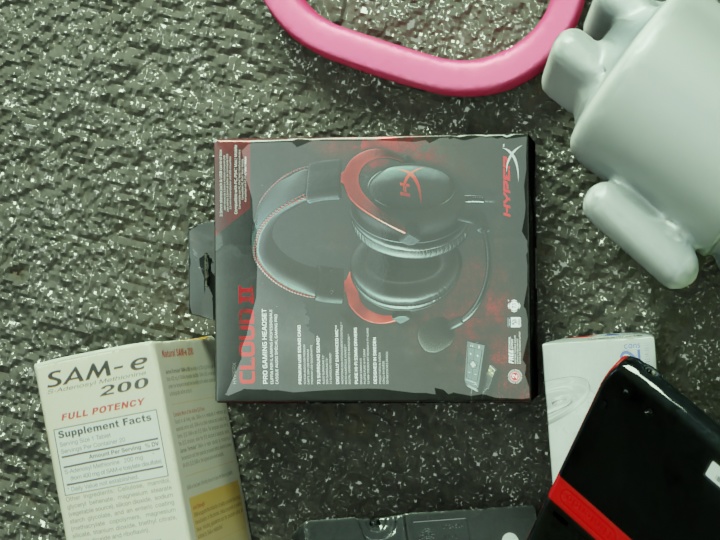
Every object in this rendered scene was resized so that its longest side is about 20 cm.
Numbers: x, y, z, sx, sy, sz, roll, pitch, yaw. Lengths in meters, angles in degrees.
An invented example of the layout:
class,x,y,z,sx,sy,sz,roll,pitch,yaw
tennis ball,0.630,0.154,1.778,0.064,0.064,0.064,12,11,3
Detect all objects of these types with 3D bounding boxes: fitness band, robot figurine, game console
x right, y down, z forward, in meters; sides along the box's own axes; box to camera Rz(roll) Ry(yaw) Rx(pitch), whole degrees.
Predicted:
class,x,y,z,sx,sy,sz,roll,pitch,yaw
fitness band,0.034,-0.181,1.025,0.198,0.037,0.145,19,92,10
robot figurine,0.193,-0.073,0.957,0.200,0.113,0.170,38,80,9
game console,0.167,0.165,0.875,0.200,0.031,0.178,40,123,29

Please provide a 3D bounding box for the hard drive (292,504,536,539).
class,x,y,z,sx,sy,sz,roll,pitch,yaw
hard drive,0.041,0.233,0.964,0.138,0.038,0.202,-3,70,-16

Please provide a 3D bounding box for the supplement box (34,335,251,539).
class,x,y,z,sx,sy,sz,roll,pitch,yaw
supplement box,-0.113,0.141,0.996,0.073,0.126,0.202,-11,86,10

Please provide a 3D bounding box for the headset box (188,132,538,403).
class,x,y,z,sx,sy,sz,roll,pitch,yaw
headset box,0.000,0.000,1.006,0.198,0.075,0.150,0,89,9

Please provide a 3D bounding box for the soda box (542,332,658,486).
class,x,y,z,sx,sy,sz,roll,pitch,yaw
soda box,0.140,0.136,0.984,0.063,0.068,0.202,-4,89,9
